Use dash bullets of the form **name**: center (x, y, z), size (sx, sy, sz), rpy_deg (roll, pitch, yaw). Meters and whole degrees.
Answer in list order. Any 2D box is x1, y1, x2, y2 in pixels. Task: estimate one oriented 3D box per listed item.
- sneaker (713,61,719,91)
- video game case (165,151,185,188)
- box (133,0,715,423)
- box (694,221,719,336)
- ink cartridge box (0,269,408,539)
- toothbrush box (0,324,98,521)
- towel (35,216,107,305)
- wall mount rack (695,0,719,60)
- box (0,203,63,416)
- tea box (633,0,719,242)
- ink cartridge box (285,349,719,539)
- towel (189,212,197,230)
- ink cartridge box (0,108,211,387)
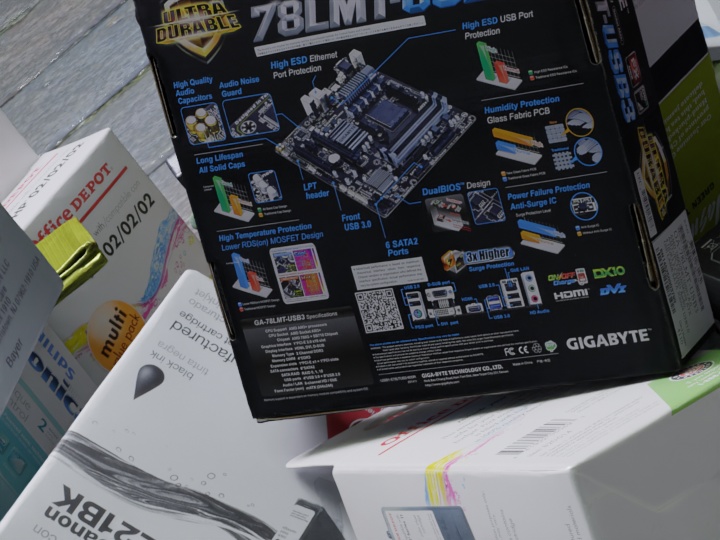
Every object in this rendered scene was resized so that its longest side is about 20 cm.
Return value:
- **sneaker**: center (0.132, -0.100, 1.507), size (0.200, 0.076, 0.077), rpy_deg (-38, 15, 2)
- **video game case**: center (0.000, -0.085, 1.630), size (0.200, 0.143, 0.019), rpy_deg (-37, 58, 1)
- **box**: center (0.022, -0.047, 1.163), size (0.200, 0.199, 0.050), rpy_deg (-9, 15, 29)
- **box**: center (0.247, -0.034, 1.212), size (0.200, 0.048, 0.158), rpy_deg (-40, 21, -10)
- **ink cartridge box**: center (-0.069, 0.119, 1.236), size (0.200, 0.144, 0.084), rpy_deg (-56, -5, -40)
- **toothbrush box**: center (-0.184, 0.135, 1.416), size (0.085, 0.147, 0.200), rpy_deg (-24, 23, 31)
- **towel**: center (-0.212, 0.042, 1.429), size (0.200, 0.018, 0.086), rpy_deg (-38, 21, -4)
- **wall mount rack**: center (0.178, -0.130, 1.397), size (0.200, 0.075, 0.174), rpy_deg (-6, 42, -14)
- **box**: center (-0.264, 0.053, 1.332), size (0.200, 0.105, 0.184), rpy_deg (-16, 35, 31)
- **tea box**: center (0.049, -0.076, 1.325), size (0.134, 0.197, 0.200), rpy_deg (-44, 50, -19)
- **ink cartridge box**: center (0.073, 0.085, 1.173), size (0.117, 0.067, 0.200), rpy_deg (-27, 12, -32)
- **towel**: center (0.000, 0.000, 1.318), size (0.023, 0.152, 0.200), rpy_deg (-53, 5, -16)
- **ink cartridge box**: center (-0.146, 0.009, 1.545), size (0.068, 0.200, 0.115), rpy_deg (-18, 27, 46)
